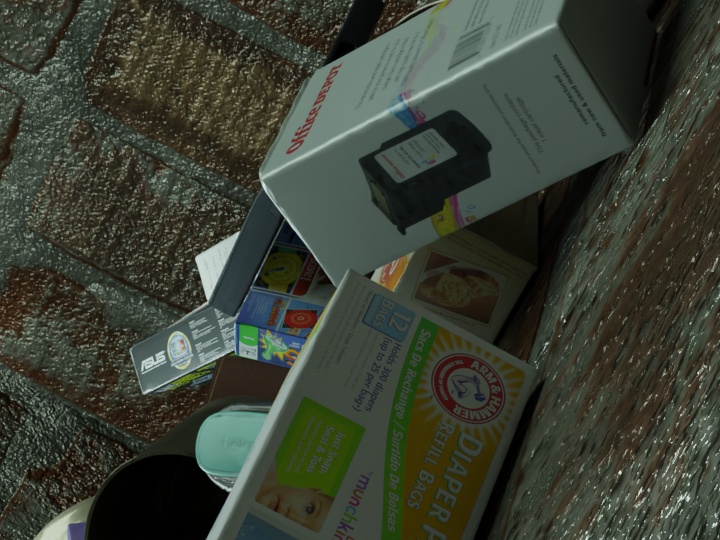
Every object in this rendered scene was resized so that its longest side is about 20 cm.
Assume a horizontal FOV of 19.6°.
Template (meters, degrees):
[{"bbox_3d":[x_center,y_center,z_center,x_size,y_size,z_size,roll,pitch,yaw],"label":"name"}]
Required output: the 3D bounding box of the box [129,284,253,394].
[{"bbox_3d":[-0.073,0.047,1.756,0.159,0.045,0.199,-8,-13,-44],"label":"box"}]

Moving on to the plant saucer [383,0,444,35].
[{"bbox_3d":[0.060,-0.088,1.454,0.199,0.036,0.203,-14,69,41],"label":"plant saucer"}]

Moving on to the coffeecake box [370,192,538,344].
[{"bbox_3d":[0.034,0.040,1.298,0.201,0.073,0.154,-62,5,19],"label":"coffeecake box"}]

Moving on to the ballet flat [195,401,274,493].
[{"bbox_3d":[-0.007,0.107,1.186,0.199,0.073,0.074,1,56,43],"label":"ballet flat"}]

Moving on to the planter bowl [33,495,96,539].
[{"bbox_3d":[-0.196,0.313,1.845,0.201,0.199,0.135,-61,31,23],"label":"planter bowl"}]

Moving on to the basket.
[{"bbox_3d":[-0.087,0.167,1.363,0.135,0.181,0.200,-26,10,11],"label":"basket"}]

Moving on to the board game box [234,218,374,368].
[{"bbox_3d":[0.000,0.000,1.560,0.201,0.134,0.035,-65,-16,-46],"label":"board game box"}]

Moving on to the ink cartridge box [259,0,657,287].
[{"bbox_3d":[0.057,-0.093,1.176,0.199,0.083,0.146,-26,22,26],"label":"ink cartridge box"}]

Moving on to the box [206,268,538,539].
[{"bbox_3d":[-0.007,0.118,0.990,0.201,0.112,0.102,-65,3,-39],"label":"box"}]

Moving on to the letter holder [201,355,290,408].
[{"bbox_3d":[-0.051,0.153,1.608,0.200,0.141,0.102,-79,-15,-65],"label":"letter holder"}]

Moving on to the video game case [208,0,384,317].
[{"bbox_3d":[-0.048,-0.083,1.536,0.182,0.025,0.200,-65,3,-30],"label":"video game case"}]

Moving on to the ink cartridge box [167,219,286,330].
[{"bbox_3d":[-0.048,-0.008,1.754,0.199,0.045,0.176,-11,-10,-34],"label":"ink cartridge box"}]

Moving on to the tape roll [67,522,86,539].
[{"bbox_3d":[-0.162,0.279,1.500,0.200,0.084,0.202,175,90,-81],"label":"tape roll"}]

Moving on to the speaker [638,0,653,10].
[{"bbox_3d":[0.114,-0.151,1.302,0.200,0.081,0.082,-49,12,43],"label":"speaker"}]
